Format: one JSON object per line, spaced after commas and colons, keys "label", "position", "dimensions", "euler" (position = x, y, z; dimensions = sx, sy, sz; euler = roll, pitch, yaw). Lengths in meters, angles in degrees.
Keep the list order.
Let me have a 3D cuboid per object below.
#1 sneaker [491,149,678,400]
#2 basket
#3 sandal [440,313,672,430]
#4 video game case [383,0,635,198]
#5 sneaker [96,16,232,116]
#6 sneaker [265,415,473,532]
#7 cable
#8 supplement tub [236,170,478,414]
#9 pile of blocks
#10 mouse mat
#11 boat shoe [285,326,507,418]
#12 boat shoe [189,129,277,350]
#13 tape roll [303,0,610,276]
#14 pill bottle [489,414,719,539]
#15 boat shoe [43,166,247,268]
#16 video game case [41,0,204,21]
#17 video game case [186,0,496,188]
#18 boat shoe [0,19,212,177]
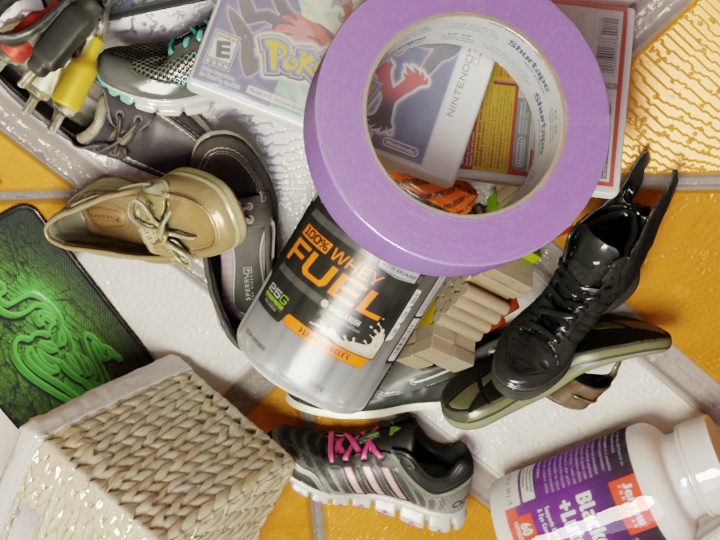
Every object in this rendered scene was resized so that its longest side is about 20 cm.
{"label": "sneaker", "position": [0.171, 0.005, 1.023], "dimensions": [0.060, 0.200, 0.104], "euler": [36, 154, 25]}
{"label": "basket", "position": [-0.190, 0.210, 1.121], "dimensions": [0.161, 0.200, 0.198], "euler": [35, 120, 17]}
{"label": "sandal", "position": [0.159, 0.088, 1.082], "dimensions": [0.201, 0.080, 0.057], "euler": [-22, 113, -11]}
{"label": "video game case", "position": [0.095, -0.134, 0.968], "dimensions": [0.199, 0.017, 0.143], "euler": [7, 81, 0]}
{"label": "sneaker", "position": [-0.097, -0.168, 0.988], "dimensions": [0.199, 0.078, 0.091], "euler": [-1, 123, -4]}
{"label": "sneaker", "position": [0.013, 0.163, 1.173], "dimensions": [0.200, 0.074, 0.088], "euler": [18, 117, -7]}
{"label": "cable", "position": [-0.193, -0.199, 0.961], "dimensions": [0.097, 0.050, 0.200], "euler": [44, 91, 5]}
{"label": "supplement tub", "position": [0.000, 0.000, 1.033], "dimensions": [0.122, 0.123, 0.200], "euler": [28, 102, -11]}
{"label": "pile of blocks", "position": [0.105, 0.002, 1.067], "dimensions": [0.062, 0.082, 0.200], "euler": [26, 113, -31]}
{"label": "mouse mat", "position": [-0.294, 0.048, 1.173], "dimensions": [0.161, 0.008, 0.200], "euler": [-26, 116, 19]}
{"label": "boat shoe", "position": [0.034, 0.083, 1.126], "dimensions": [0.199, 0.072, 0.068], "euler": [-5, 115, 3]}
{"label": "boat shoe", "position": [-0.096, -0.019, 1.064], "dimensions": [0.067, 0.057, 0.200], "euler": [-8, 131, -4]}
{"label": "tape roll", "position": [0.064, -0.098, 0.897], "dimensions": [0.200, 0.066, 0.201], "euler": [1, 84, -10]}
{"label": "pill bottle", "position": [0.222, 0.199, 1.148], "dimensions": [0.200, 0.112, 0.112], "euler": [-26, 115, 19]}
{"label": "boat shoe", "position": [-0.166, -0.034, 1.024], "dimensions": [0.200, 0.063, 0.073], "euler": [-1, 115, 46]}
{"label": "video game case", "position": [-0.170, -0.284, 0.954], "dimensions": [0.180, 0.026, 0.200], "euler": [-9, 119, 11]}
{"label": "video game case", "position": [0.001, -0.177, 0.939], "dimensions": [0.200, 0.023, 0.183], "euler": [20, 80, -6]}
{"label": "boat shoe", "position": [-0.201, -0.120, 1.029], "dimensions": [0.200, 0.065, 0.072], "euler": [33, 115, -15]}
